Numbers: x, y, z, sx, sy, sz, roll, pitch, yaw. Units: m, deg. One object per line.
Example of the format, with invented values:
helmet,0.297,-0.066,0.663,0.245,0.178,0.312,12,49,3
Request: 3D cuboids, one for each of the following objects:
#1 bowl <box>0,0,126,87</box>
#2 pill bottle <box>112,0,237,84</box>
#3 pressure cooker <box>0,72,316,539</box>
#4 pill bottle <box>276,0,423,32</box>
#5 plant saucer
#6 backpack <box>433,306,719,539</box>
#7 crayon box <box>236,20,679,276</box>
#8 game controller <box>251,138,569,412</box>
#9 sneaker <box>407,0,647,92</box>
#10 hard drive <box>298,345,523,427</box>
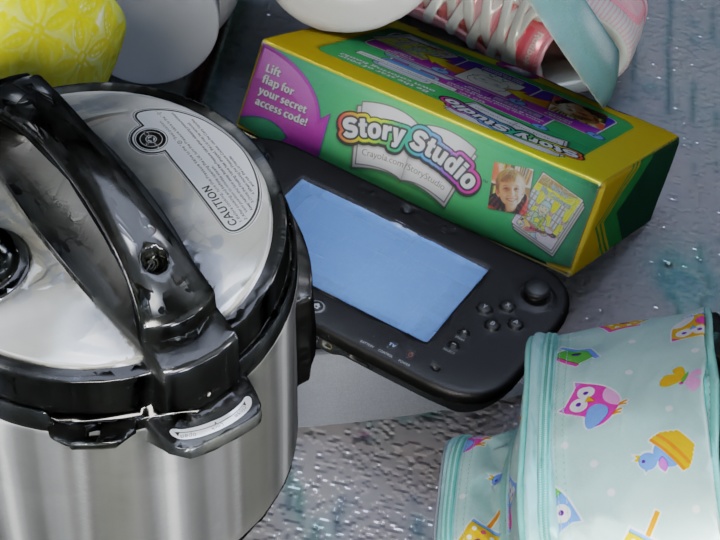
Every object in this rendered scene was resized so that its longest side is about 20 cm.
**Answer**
bowl,-0.214,-0.082,1.082,0.199,0.200,0.109,10,75,-4
pill bottle,-0.125,-0.197,1.390,0.111,0.113,0.201,6,36,-9
pressure cooker,-0.109,0.021,0.995,0.175,0.201,0.179,10,50,8
pill bottle,-0.026,-0.232,1.324,0.112,0.114,0.200,-2,38,-20
plant saucer,0.089,-0.180,1.300,0.027,0.200,0.201,-33,41,8
backpack,0.107,0.120,0.953,0.152,0.201,0.176,-1,36,9
crayon box,0.057,-0.074,1.285,0.199,0.059,0.172,24,19,15
game controller,0.000,0.000,1.146,0.199,0.042,0.104,26,37,19
sneaker,0.080,-0.166,1.442,0.199,0.076,0.105,16,30,-2
hard drive,-0.015,0.020,1.187,0.199,0.043,0.135,-5,39,-23
